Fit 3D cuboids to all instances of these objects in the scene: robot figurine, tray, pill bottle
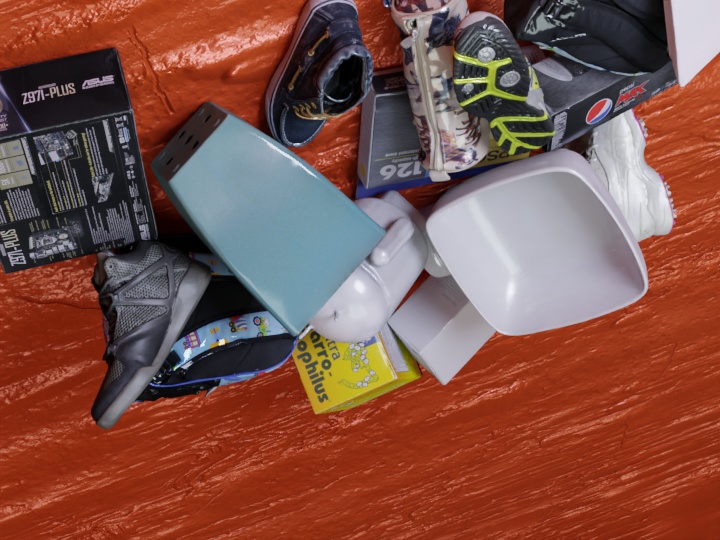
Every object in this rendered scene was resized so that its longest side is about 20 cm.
[{"bbox_3d":[0.000,0.000,1.504,0.113,0.201,0.170,39,141,-3],"label":"robot figurine"},{"bbox_3d":[0.336,-0.265,1.302,0.200,0.022,0.108,-40,128,-39],"label":"tray"},{"bbox_3d":[0.163,-0.059,1.564,0.198,0.114,0.113,-17,150,31],"label":"pill bottle"}]

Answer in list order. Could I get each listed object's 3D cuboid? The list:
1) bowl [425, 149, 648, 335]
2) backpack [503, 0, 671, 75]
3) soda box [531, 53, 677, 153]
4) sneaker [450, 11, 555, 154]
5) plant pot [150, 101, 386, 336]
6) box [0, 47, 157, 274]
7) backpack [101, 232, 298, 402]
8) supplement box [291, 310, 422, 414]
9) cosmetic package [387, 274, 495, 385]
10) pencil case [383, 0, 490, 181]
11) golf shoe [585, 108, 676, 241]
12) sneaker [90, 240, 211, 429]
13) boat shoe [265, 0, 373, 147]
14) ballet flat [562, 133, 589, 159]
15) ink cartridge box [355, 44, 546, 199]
[{"bbox_3d":[0.191,-0.038,1.443,0.198,0.075,0.200,-18,124,32],"label":"bowl"},{"bbox_3d":[0.246,-0.272,1.323,0.198,0.154,0.164,21,116,-26],"label":"backpack"},{"bbox_3d":[0.257,-0.204,1.427,0.198,0.071,0.064,-28,150,-17],"label":"soda box"},{"bbox_3d":[0.126,-0.186,1.297,0.075,0.077,0.200,-20,149,10],"label":"sneaker"},{"bbox_3d":[-0.107,-0.065,1.383,0.142,0.141,0.200,-48,116,-2],"label":"plant pot"},{"bbox_3d":[-0.294,-0.103,1.330,0.162,0.087,0.201,-14,146,-9],"label":"box"},{"bbox_3d":[-0.176,0.049,1.519,0.198,0.185,0.134,-6,164,-28],"label":"backpack"},{"bbox_3d":[-0.006,0.102,1.666,0.108,0.110,0.200,-25,172,9],"label":"supplement box"},{"bbox_3d":[0.134,0.031,1.668,0.200,0.074,0.102,-44,144,-5],"label":"cosmetic package"},{"bbox_3d":[0.078,-0.190,1.347,0.089,0.077,0.202,-45,136,-34],"label":"pencil case"},{"bbox_3d":[0.273,-0.124,1.492,0.091,0.202,0.075,-21,179,3],"label":"golf shoe"},{"bbox_3d":[-0.240,0.055,1.368,0.113,0.201,0.076,30,159,-12],"label":"sneaker"},{"bbox_3d":[-0.043,-0.173,1.350,0.070,0.092,0.201,-3,143,-21],"label":"boat shoe"},{"bbox_3d":[0.249,-0.111,1.600,0.067,0.063,0.201,0,142,-30],"label":"ballet flat"},{"bbox_3d":[0.096,-0.148,1.494,0.195,0.047,0.201,-12,142,-12],"label":"ink cartridge box"}]
